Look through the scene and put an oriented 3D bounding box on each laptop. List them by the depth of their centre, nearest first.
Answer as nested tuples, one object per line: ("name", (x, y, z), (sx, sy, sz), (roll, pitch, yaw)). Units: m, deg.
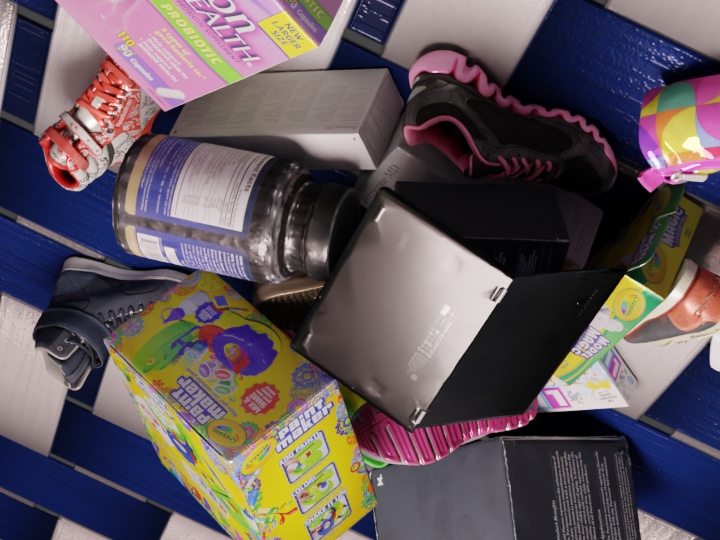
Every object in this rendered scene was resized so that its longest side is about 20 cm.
("laptop", (0.080, 0.031, 1.449), (0.200, 0.116, 0.187), (34, 125, 5))

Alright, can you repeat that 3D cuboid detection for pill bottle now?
("pill bottle", (-0.107, -0.050, 1.527), (0.199, 0.112, 0.112), (12, 143, 15))

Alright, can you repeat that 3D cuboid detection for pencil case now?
("pencil case", (0.315, -0.116, 1.365), (0.200, 0.089, 0.088), (-11, 132, 38))

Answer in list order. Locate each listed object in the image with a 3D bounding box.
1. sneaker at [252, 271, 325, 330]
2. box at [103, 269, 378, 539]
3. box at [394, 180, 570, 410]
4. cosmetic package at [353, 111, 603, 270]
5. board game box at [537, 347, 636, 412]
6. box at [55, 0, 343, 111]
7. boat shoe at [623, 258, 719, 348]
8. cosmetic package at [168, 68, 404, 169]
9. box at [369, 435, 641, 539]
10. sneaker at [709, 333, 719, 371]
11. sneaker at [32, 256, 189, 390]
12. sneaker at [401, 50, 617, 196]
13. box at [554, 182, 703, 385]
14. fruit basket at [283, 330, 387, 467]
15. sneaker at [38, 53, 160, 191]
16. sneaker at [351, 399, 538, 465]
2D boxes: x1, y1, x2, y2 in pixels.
("sneaker", (0.000, 0.000, 1.574), (0.199, 0.076, 0.071), (-6, 133, 3))
("box", (-0.107, 0.138, 1.577), (0.200, 0.122, 0.193), (39, 158, 37))
("box", (0.090, 0.025, 1.499), (0.141, 0.079, 0.200), (0, 131, -8))
("cosmetic package", (0.104, -0.059, 1.568), (0.200, 0.071, 0.101), (32, 144, -10))
("board game box", (0.159, 0.090, 1.760), (0.200, 0.034, 0.135), (-8, 134, 37))
("box", (-0.140, -0.247, 1.444), (0.200, 0.097, 0.176), (-16, 128, 42))
("boat shoe", (0.280, 0.037, 1.548), (0.062, 0.071, 0.200), (30, 168, -2))
("cosmetic package", (-0.068, -0.133, 1.563), (0.199, 0.083, 0.051), (2, 139, 29))
("box", (0.150, 0.247, 1.818), (0.196, 0.124, 0.200), (7, 161, -41))
("sneaker", (0.357, 0.030, 1.536), (0.071, 0.073, 0.200), (20, 144, 11))
("sneaker", (-0.255, 0.066, 1.875), (0.202, 0.146, 0.077), (7, 140, 20))
("sneaker", (0.121, -0.103, 1.483), (0.200, 0.096, 0.079), (25, 143, -4))
("box", (0.232, 0.008, 1.540), (0.048, 0.117, 0.200), (32, 144, -2))
("fruit basket", (-0.036, 0.109, 1.778), (0.215, 0.156, 0.216), (24, 164, 7))
("sneaker", (-0.234, -0.148, 1.605), (0.067, 0.108, 0.201), (44, 146, 8))
("sneaker", (0.073, 0.146, 1.717), (0.199, 0.082, 0.088), (-9, 174, -28))
